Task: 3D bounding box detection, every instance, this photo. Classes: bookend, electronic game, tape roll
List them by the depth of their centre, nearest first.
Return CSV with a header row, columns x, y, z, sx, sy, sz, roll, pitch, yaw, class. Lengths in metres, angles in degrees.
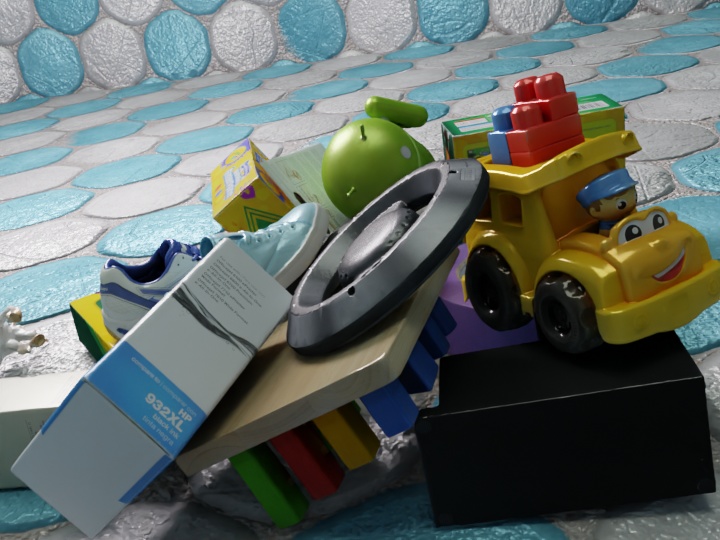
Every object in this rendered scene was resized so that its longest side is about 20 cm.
x,y,z,sx,sy,sz,roll,pitch,yaw,class
0.018,-0.013,0.658,0.200,0.042,0.200,-41,15,14,electronic game
0.149,0.096,0.685,0.199,0.093,0.199,-10,18,8,bookend
0.169,0.025,0.884,0.199,0.066,0.200,-8,22,3,tape roll

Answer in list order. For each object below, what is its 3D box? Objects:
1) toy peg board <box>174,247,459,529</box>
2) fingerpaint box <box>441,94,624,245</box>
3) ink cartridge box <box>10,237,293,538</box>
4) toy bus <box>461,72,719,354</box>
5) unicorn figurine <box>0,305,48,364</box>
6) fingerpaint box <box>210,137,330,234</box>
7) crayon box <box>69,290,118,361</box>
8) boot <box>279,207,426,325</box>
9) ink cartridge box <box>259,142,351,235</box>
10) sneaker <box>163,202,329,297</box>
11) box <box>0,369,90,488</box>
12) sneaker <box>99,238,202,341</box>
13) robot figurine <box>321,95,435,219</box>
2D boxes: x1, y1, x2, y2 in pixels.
x,y,z,sx,sy,sz,roll,pitch,yaw,class
-0.006,0.091,0.670,0.199,0.098,0.200,-28,14,29,toy peg board
0.206,-0.105,1.025,0.199,0.168,0.073,-11,24,-2,fingerpaint box
-0.154,0.086,0.673,0.145,0.084,0.200,-45,6,37,ink cartridge box
0.163,-0.053,0.663,0.135,0.193,0.200,-19,17,-23,toy bus
-0.388,0.092,0.908,0.137,0.074,0.200,-16,22,40,unicorn figurine
-0.099,-0.057,1.041,0.073,0.167,0.200,-41,23,6,fingerpaint box
-0.200,0.052,0.967,0.199,0.059,0.172,-21,29,-28,crayon box
-0.001,-0.001,0.847,0.199,0.073,0.183,-17,46,28,boot
-0.045,-0.072,1.049,0.057,0.163,0.200,-41,0,27,ink cartridge box
-0.107,-0.015,0.830,0.074,0.082,0.200,-5,37,48,sneaker
-0.316,0.144,0.767,0.199,0.083,0.068,-5,23,6,box
-0.166,0.007,0.882,0.199,0.089,0.075,-18,29,-26,sneaker
0.025,-0.109,1.003,0.115,0.177,0.200,7,-2,19,robot figurine
